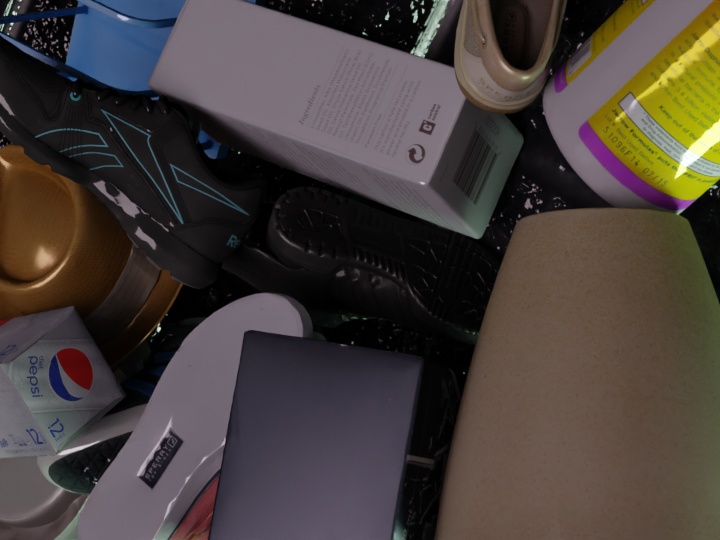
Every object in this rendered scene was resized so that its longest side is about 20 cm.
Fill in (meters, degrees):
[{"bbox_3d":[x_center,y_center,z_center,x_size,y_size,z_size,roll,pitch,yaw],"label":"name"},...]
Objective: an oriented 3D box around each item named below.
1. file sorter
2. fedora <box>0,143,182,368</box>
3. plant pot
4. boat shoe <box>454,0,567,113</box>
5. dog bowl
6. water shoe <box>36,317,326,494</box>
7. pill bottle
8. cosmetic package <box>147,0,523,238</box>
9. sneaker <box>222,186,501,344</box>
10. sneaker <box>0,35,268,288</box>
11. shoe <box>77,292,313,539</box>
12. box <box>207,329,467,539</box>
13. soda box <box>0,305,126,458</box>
[{"bbox_3d":[-0.148,-0.181,1.112,0.138,0.122,0.202,27,114,24],"label":"file sorter"},{"bbox_3d":[-0.199,-0.025,1.159,0.199,0.082,0.202,-15,60,27],"label":"fedora"},{"bbox_3d":[0.128,0.074,0.928,0.186,0.187,0.202,-3,81,33],"label":"plant pot"},{"bbox_3d":[0.088,-0.189,0.954,0.071,0.065,0.202,8,78,-7],"label":"boat shoe"},{"bbox_3d":[-0.218,0.104,1.225,0.199,0.058,0.202,-12,71,36],"label":"dog bowl"},{"bbox_3d":[-0.116,0.078,1.139,0.072,0.198,0.079,79,167,-52],"label":"water shoe"},{"bbox_3d":[0.194,-0.123,0.918,0.200,0.104,0.105,-44,77,32],"label":"pill bottle"},{"bbox_3d":[-0.014,-0.094,1.050,0.199,0.101,0.072,21,82,26],"label":"cosmetic package"},{"bbox_3d":[-0.001,0.003,1.098,0.198,0.060,0.104,24,156,-4],"label":"sneaker"},{"bbox_3d":[-0.143,-0.079,1.040,0.200,0.075,0.079,40,101,-17],"label":"sneaker"},{"bbox_3d":[-0.085,0.100,1.070,0.071,0.091,0.201,41,100,23],"label":"shoe"},{"bbox_3d":[-0.004,0.148,0.976,0.103,0.182,0.202,7,84,20],"label":"box"},{"bbox_3d":[-0.234,0.075,1.123,0.199,0.063,0.069,-11,114,52],"label":"soda box"}]
